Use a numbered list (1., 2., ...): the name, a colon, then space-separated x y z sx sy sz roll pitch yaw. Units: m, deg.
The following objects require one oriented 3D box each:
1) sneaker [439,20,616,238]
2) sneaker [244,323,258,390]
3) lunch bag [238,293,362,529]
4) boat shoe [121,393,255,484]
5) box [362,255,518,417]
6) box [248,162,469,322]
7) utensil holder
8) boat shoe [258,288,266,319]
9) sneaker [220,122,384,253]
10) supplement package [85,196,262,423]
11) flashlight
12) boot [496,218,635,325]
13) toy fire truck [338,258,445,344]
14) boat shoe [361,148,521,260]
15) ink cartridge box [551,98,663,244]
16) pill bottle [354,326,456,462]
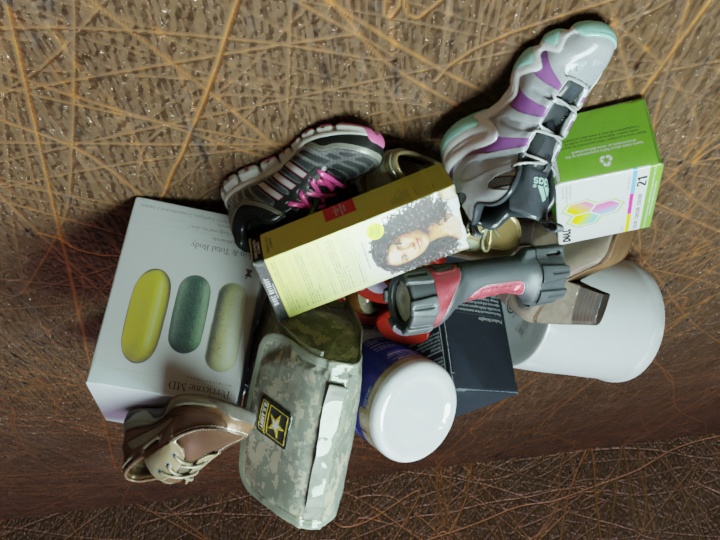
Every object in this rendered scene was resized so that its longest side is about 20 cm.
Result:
1. sneaker: 0.156 -0.101 0.668 0.076 0.143 0.200 7 146 -33
2. sneaker: -0.122 0.110 0.957 0.070 0.078 0.199 44 129 -11
3. lunch bag: -0.057 0.130 0.770 0.114 0.168 0.200 9 -167 -14
4. boat shoe: -0.166 0.166 0.736 0.075 0.074 0.198 25 148 -32
5. box: 0.088 0.092 1.037 0.121 0.204 0.199 10 153 -34
6. box: -0.001 -0.026 0.729 0.196 0.051 0.076 -22 125 1
7. utensil holder: 0.283 0.059 1.064 0.195 0.174 0.170 9 153 -27
8. boat shoe: -0.206 0.030 1.016 0.195 0.075 0.063 -2 -166 -20
9. sneaker: -0.056 -0.072 0.758 0.196 0.090 0.073 -21 154 29
10. supplement package: -0.188 0.058 0.841 0.148 0.205 0.151 11 155 -6
11. flashlight: 0.122 0.021 0.794 0.195 0.070 0.068 -5 159 -26
12. boot: 0.240 -0.033 0.923 0.144 0.205 0.070 22 -179 35
13. toy fire truck: 0.000 0.000 0.889 0.164 0.114 0.202 -1 142 25
14. boat shoe: 0.094 -0.064 0.790 0.196 0.075 0.062 20 164 -26
15. ink cartridge box: 0.200 -0.087 0.810 0.195 0.078 0.148 -12 157 12
16. pill bottle: 0.015 0.134 0.922 0.113 0.119 0.199 9 -173 -32
